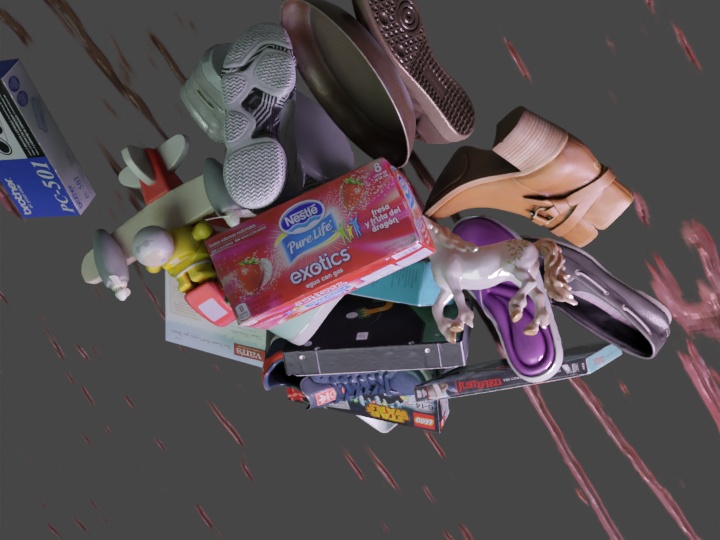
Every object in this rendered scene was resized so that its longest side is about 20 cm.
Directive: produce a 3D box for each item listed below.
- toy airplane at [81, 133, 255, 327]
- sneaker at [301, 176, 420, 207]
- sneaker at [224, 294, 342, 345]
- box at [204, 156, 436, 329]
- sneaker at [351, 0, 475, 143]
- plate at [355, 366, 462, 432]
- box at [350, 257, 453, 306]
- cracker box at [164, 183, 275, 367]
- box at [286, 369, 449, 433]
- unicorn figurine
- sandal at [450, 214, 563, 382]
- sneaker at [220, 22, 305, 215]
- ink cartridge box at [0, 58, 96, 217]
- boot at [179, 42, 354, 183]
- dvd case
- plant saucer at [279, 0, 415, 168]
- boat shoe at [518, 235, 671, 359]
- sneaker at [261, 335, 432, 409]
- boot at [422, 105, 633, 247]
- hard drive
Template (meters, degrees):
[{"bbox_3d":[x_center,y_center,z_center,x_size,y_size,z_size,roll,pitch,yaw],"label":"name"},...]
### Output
[{"bbox_3d":[-0.208,-0.050,1.662,0.199,0.141,0.200,18,110,16],"label":"toy airplane"},{"bbox_3d":[-0.036,-0.063,1.676,0.200,0.074,0.082,19,134,11],"label":"sneaker"},{"bbox_3d":[-0.063,-0.020,1.594,0.118,0.074,0.200,26,112,-24],"label":"sneaker"},{"bbox_3d":[-0.038,-0.024,1.504,0.200,0.100,0.096,-25,80,10],"label":"box"},{"bbox_3d":[0.034,-0.202,1.506,0.076,0.070,0.200,-9,125,43],"label":"sneaker"},{"bbox_3d":[0.003,0.093,1.843,0.200,0.032,0.200,35,138,-9],"label":"plate"},{"bbox_3d":[0.000,0.000,1.683,0.200,0.082,0.049,9,95,29],"label":"box"},{"bbox_3d":[-0.160,0.007,1.799,0.134,0.058,0.200,15,125,13],"label":"cracker box"},{"bbox_3d":[0.003,0.117,1.812,0.200,0.040,0.137,10,136,18],"label":"box"},{"bbox_3d":[0.114,0.001,1.562,0.200,0.137,0.074,1,154,-7],"label":"unicorn figurine"},{"bbox_3d":[0.154,0.021,1.603,0.082,0.203,0.050,-35,156,14],"label":"sandal"},{"bbox_3d":[-0.098,-0.143,1.544,0.075,0.200,0.115,0,162,6],"label":"sneaker"},{"bbox_3d":[-0.400,-0.152,1.795,0.094,0.044,0.200,-2,131,31],"label":"ink cartridge box"},{"bbox_3d":[-0.102,-0.154,1.634,0.200,0.074,0.096,43,144,-8],"label":"boot"},{"bbox_3d":[0.175,0.110,1.678,0.200,0.146,0.022,-13,90,24],"label":"dvd case"},{"bbox_3d":[-0.007,-0.191,1.505,0.200,0.032,0.200,47,164,18],"label":"plant saucer"},{"bbox_3d":[0.242,0.028,1.636,0.200,0.057,0.067,28,138,-1],"label":"boat shoe"},{"bbox_3d":[-0.020,0.127,1.741,0.200,0.085,0.075,7,133,21],"label":"sneaker"},{"bbox_3d":[0.168,-0.072,1.568,0.155,0.074,0.200,34,144,-17],"label":"boot"},{"bbox_3d":[0.023,0.062,1.690,0.200,0.140,0.038,-5,120,11],"label":"hard drive"}]
